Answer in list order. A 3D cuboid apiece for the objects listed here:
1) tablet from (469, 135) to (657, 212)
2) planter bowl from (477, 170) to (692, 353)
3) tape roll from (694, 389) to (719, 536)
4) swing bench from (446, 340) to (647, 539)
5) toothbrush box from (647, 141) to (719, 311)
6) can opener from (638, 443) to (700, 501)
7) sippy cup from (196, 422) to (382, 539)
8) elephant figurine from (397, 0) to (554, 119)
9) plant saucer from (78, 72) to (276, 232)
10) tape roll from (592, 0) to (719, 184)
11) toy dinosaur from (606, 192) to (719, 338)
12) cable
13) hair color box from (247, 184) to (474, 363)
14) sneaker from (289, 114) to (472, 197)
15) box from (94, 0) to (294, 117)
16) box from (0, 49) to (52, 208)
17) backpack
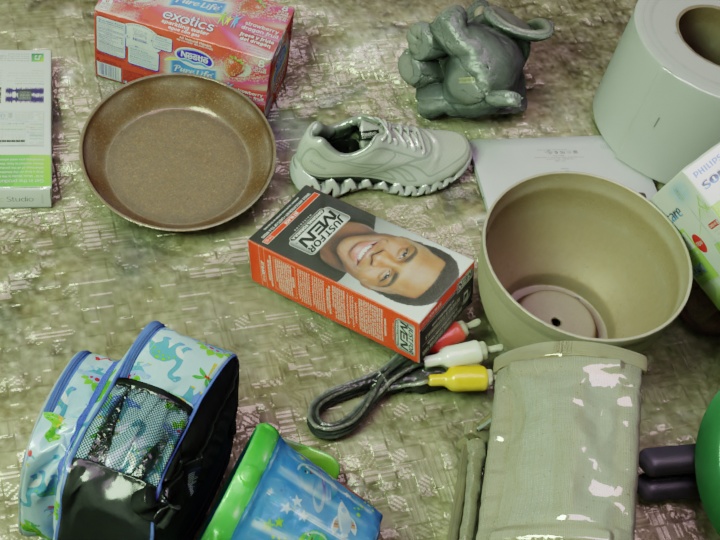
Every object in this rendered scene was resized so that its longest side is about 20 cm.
[{"bbox_3d":[0.225,-0.099,1.456,0.200,0.014,0.130,-4,54,-13],"label":"tablet"},{"bbox_3d":[0.202,0.023,1.280,0.200,0.135,0.200,5,52,-6],"label":"planter bowl"},{"bbox_3d":[0.403,0.177,1.202,0.200,0.048,0.201,3,78,-13],"label":"tape roll"},{"bbox_3d":[0.147,0.187,1.101,0.130,0.200,0.199,13,51,0],"label":"swing bench"},{"bbox_3d":[0.373,-0.020,1.251,0.086,0.146,0.200,-34,84,-9],"label":"toothbrush box"},{"bbox_3d":[0.349,0.177,1.253,0.200,0.053,0.067,-3,21,-12],"label":"can opener"},{"bbox_3d":[-0.058,0.215,1.095,0.130,0.140,0.178,28,64,-2],"label":"sippy cup"},{"bbox_3d":[0.151,-0.247,1.494,0.200,0.141,0.155,-24,88,-44],"label":"elephant figurine"},{"bbox_3d":[-0.188,-0.116,1.369,0.200,0.037,0.201,4,59,-7],"label":"plant saucer"},{"bbox_3d":[0.377,-0.207,1.480,0.202,0.139,0.203,8,49,-10],"label":"tape roll"},{"bbox_3d":[0.337,0.009,1.355,0.135,0.086,0.200,-25,76,-15],"label":"toy dinosaur"},{"bbox_3d":[0.036,0.092,1.249,0.200,0.050,0.097,-13,55,-21],"label":"cable"},{"bbox_3d":[0.000,0.000,1.284,0.200,0.061,0.102,25,51,24],"label":"hair color box"},{"bbox_3d":[0.027,-0.126,1.399,0.200,0.081,0.075,-7,52,-17],"label":"sneaker"},{"bbox_3d":[-0.180,-0.249,1.442,0.200,0.100,0.096,16,52,3],"label":"box"},{"bbox_3d":[-0.390,-0.148,1.368,0.144,0.036,0.200,-1,52,-11],"label":"box"},{"bbox_3d":[-0.186,0.144,1.085,0.147,0.183,0.200,22,47,5],"label":"backpack"}]
